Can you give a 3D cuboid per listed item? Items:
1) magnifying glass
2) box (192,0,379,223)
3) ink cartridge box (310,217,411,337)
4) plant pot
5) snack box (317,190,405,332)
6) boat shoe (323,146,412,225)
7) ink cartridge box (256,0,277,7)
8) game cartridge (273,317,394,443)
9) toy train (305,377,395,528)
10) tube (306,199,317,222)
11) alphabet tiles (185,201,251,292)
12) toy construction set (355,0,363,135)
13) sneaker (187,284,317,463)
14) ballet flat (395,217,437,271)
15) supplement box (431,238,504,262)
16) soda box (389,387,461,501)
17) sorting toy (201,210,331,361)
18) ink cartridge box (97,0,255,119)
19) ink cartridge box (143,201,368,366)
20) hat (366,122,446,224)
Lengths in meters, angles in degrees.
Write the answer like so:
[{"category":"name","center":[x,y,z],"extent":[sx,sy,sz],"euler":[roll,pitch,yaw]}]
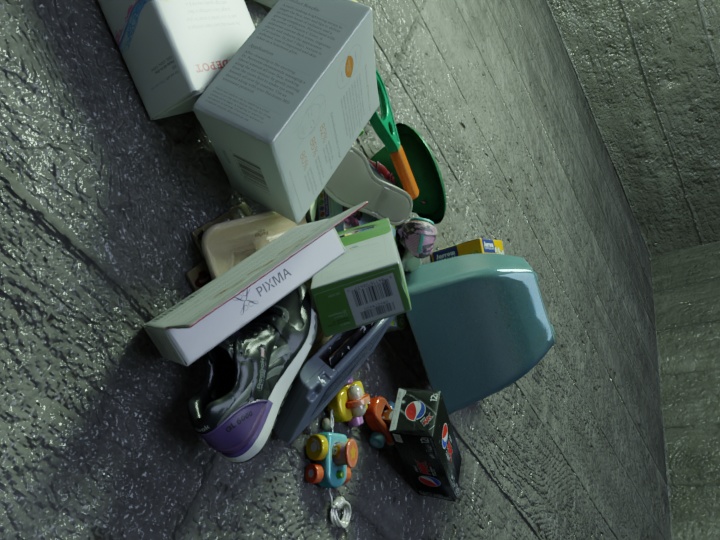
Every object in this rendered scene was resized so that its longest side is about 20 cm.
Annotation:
[{"category":"magnifying glass","center":[0.040,-0.190,0.841],"extent":[0.203,0.022,0.080],"euler":[62,27,-30]},{"category":"box","center":[-0.073,-0.190,0.685],"extent":[0.202,0.104,0.153],"euler":[-58,162,-20]},{"category":"ink cartridge box","center":[0.000,0.000,0.733],"extent":[0.201,0.101,0.061],"euler":[-92,165,-71]},{"category":"plant pot","center":[0.188,0.074,0.936],"extent":[0.196,0.195,0.201],"euler":[-49,119,-76]},{"category":"snack box","center":[0.002,-0.018,0.883],"extent":[0.141,0.052,0.206],"euler":[19,61,-53]},{"category":"boat shoe","center":[-0.009,-0.125,0.836],"extent":[0.198,0.063,0.074],"euler":[28,97,-40]},{"category":"ink cartridge box","center":[-0.126,-0.482,0.871],"extent":[0.174,0.044,0.206],"euler":[-3,80,-54]},{"category":"game cartridge","center":[-0.027,0.113,0.725],"extent":[0.041,0.134,0.200],"euler":[40,44,8]},{"category":"toy train","center":[0.005,0.224,0.793],"extent":[0.152,0.055,0.201],"euler":[59,37,-21]},{"category":"tube","center":[-0.079,-0.164,0.825],"extent":[0.057,0.051,0.206],"euler":[6,73,-52]},{"category":"alphabet tiles","center":[-0.125,0.026,0.725],"extent":[0.166,0.006,0.204],"euler":[-44,114,-52]},{"category":"toy construction set","center":[-0.025,-0.275,0.868],"extent":[0.090,0.131,0.205],"euler":[1,68,-25]},{"category":"sneaker","center":[-0.105,0.078,0.601],"extent":[0.088,0.074,0.204],"euler":[55,41,-42]},{"category":"ballet flat","center":[0.082,-0.036,0.954],"extent":[0.200,0.067,0.073],"euler":[124,-20,-87]},{"category":"supplement box","center":[0.218,0.053,1.119],"extent":[0.108,0.108,0.206],"euler":[0,77,-54]},{"category":"soda box","center":[0.098,0.252,0.858],"extent":[0.202,0.062,0.072],"euler":[69,29,-44]},{"category":"sorting toy","center":[-0.102,0.033,0.724],"extent":[0.184,0.036,0.206],"euler":[-24,101,-56]},{"category":"ink cartridge box","center":[-0.201,-0.287,0.664],"extent":[0.145,0.086,0.204],"euler":[-38,108,-53]},{"category":"ink cartridge box","center":[-0.094,0.014,0.567],"extent":[0.199,0.175,0.045],"euler":[-37,105,-27]},{"category":"hat","center":[0.021,-0.132,0.965],"extent":[0.173,0.165,0.204],"euler":[-28,109,-17]}]
